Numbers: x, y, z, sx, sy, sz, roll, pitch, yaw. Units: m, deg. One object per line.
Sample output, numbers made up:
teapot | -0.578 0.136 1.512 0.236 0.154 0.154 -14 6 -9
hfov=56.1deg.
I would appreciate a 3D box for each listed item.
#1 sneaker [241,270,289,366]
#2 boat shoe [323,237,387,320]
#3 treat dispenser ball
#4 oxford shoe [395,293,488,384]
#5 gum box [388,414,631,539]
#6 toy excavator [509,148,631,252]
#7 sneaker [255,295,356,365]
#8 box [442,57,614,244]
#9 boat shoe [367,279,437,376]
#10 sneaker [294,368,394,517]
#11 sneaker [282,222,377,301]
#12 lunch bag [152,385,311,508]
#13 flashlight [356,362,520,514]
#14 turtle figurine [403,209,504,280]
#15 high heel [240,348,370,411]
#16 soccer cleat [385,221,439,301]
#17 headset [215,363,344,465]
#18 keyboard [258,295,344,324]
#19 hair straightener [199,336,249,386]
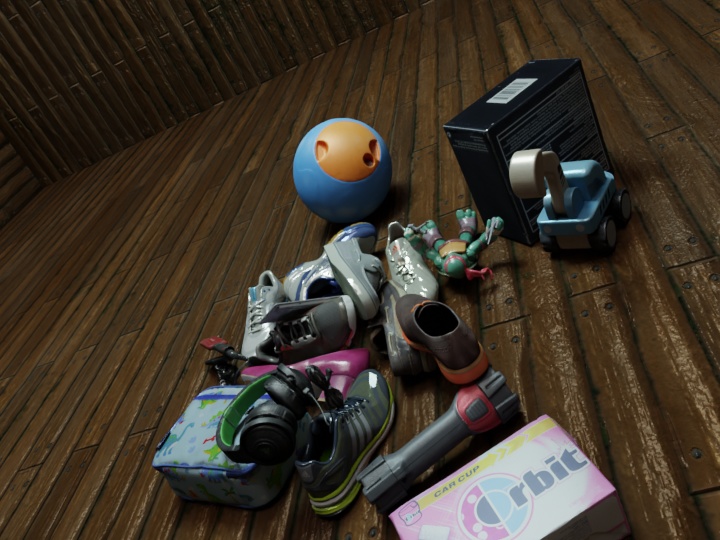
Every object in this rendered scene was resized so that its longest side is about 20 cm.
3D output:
sneaker | -0.171 0.076 1.149 0.074 0.088 0.202 -18 32 16
boat shoe | 0.000 0.001 1.000 0.070 0.071 0.201 -23 30 -6
treat dispenser ball | -0.035 -0.196 1.335 0.198 0.203 0.202 -22 29 13
oxford shoe | 0.088 0.059 0.823 0.071 0.073 0.200 -33 26 -9
gum box | 0.139 0.233 0.629 0.198 0.067 0.114 -31 30 -4
toy excavator | 0.273 -0.109 0.913 0.099 0.202 0.195 0 39 42
sneaker | -0.084 0.098 0.981 0.199 0.081 0.078 -37 59 40
box | 0.262 -0.186 1.048 0.199 0.200 0.123 -36 27 -15
boat shoe | 0.043 0.077 0.950 0.072 0.076 0.200 -18 27 -7
sneaker | -0.017 0.192 0.825 0.073 0.082 0.201 -10 34 31
sneaker | -0.038 0.001 1.178 0.199 0.076 0.088 -40 41 -6
lunch bag | -0.171 0.228 0.914 0.197 0.083 0.162 -7 33 34
flashlight | 0.086 0.189 0.761 0.199 0.068 0.068 -37 33 -5
turtle figurine | 0.140 -0.039 1.030 0.146 0.103 0.200 -1 16 5
high heel | -0.080 0.142 0.969 0.197 0.068 0.097 1 49 36
soccer cleat | 0.073 -0.006 1.062 0.068 0.078 0.201 -25 29 6
headset | -0.100 0.157 0.794 0.197 0.095 0.124 -15 34 37
keyboard | -0.059 0.055 1.019 0.197 0.011 0.056 -5 -23 -42
hair straightener | -0.213 0.151 1.087 0.040 0.079 0.199 -15 5 -28
